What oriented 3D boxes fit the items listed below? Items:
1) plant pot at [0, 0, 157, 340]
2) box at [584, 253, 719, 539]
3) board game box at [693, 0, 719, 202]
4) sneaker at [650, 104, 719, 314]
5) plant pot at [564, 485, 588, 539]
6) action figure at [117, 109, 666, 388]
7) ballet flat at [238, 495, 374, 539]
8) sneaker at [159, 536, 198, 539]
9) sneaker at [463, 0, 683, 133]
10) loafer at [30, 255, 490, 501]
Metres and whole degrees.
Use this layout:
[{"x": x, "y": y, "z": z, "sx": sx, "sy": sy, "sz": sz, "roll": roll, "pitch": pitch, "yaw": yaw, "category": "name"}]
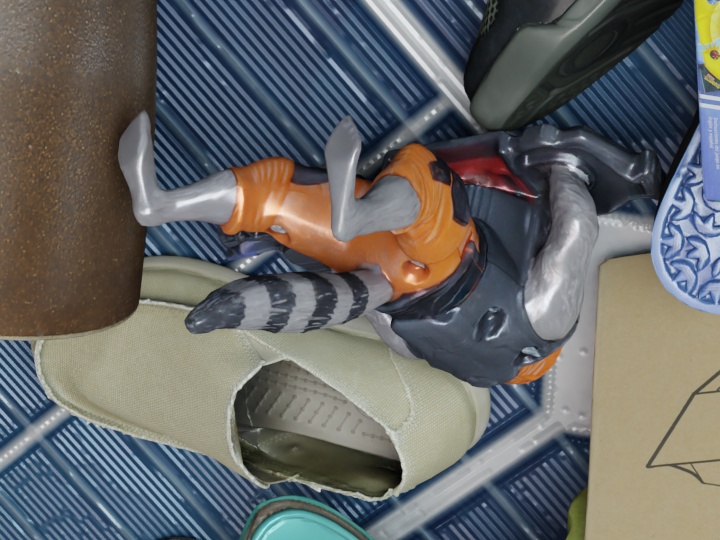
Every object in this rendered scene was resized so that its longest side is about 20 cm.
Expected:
[{"x": -0.149, "y": -0.101, "z": 0.757, "sx": 0.187, "sy": 0.187, "sz": 0.200, "roll": 19, "pitch": 105, "yaw": 11, "category": "plant pot"}, {"x": 0.156, "y": 0.073, "z": 0.712, "sx": 0.163, "sy": 0.200, "sz": 0.021, "roll": -7, "pitch": 145, "yaw": 22, "category": "box"}, {"x": 0.161, "y": -0.101, "z": 0.584, "sx": 0.135, "sy": 0.034, "sz": 0.200, "roll": 11, "pitch": 130, "yaw": 26, "category": "board game box"}, {"x": 0.159, "y": -0.077, "z": 0.711, "sx": 0.070, "sy": 0.078, "sz": 0.200, "roll": 31, "pitch": 99, "yaw": 7, "category": "sneaker"}, {"x": 0.152, "y": 0.167, "z": 0.768, "sx": 0.184, "sy": 0.200, "sz": 0.201, "roll": 21, "pitch": 120, "yaw": 23, "category": "plant pot"}, {"x": 0.000, "y": 0.000, "z": 0.752, "sx": 0.200, "sy": 0.105, "sz": 0.193, "roll": -12, "pitch": 155, "yaw": 41, "category": "action figure"}, {"x": 0.013, "y": 0.168, "z": 0.869, "sx": 0.067, "sy": 0.070, "sz": 0.200, "roll": -43, "pitch": 104, "yaw": -1, "category": "ballet flat"}, {"x": -0.039, "y": 0.212, "z": 0.902, "sx": 0.200, "sy": 0.088, "sz": 0.076, "roll": 38, "pitch": 121, "yaw": 0, "category": "sneaker"}, {"x": 0.070, "y": -0.142, "z": 0.709, "sx": 0.114, "sy": 0.076, "sz": 0.200, "roll": 48, "pitch": 140, "yaw": 20, "category": "sneaker"}, {"x": -0.049, "y": 0.045, "z": 0.838, "sx": 0.200, "sy": 0.068, "sz": 0.076, "roll": 8, "pitch": 116, "yaw": 17, "category": "loafer"}]
